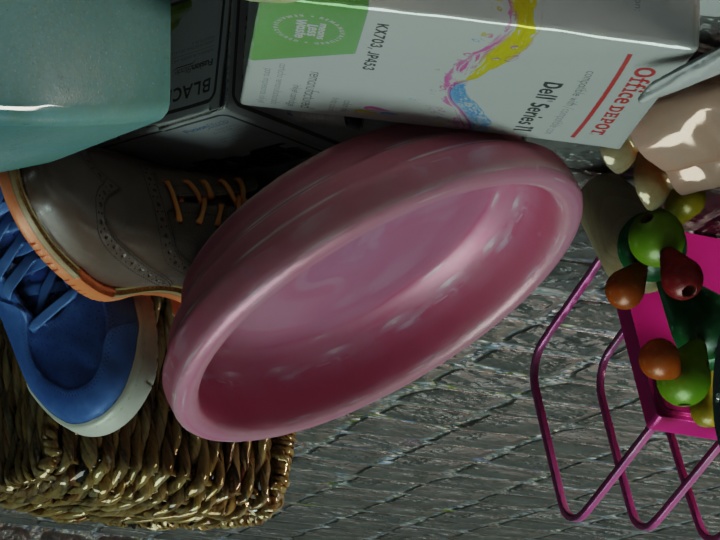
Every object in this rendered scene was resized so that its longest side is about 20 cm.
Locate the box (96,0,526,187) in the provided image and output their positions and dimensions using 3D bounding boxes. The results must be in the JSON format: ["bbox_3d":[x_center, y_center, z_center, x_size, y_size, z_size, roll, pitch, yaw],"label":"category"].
[{"bbox_3d":[-0.027,-0.065,0.920,0.199,0.061,0.116,17,160,-42],"label":"box"}]

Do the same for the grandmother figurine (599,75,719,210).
[{"bbox_3d":[0.200,-0.074,0.836,0.198,0.061,0.121,-9,156,34],"label":"grandmother figurine"}]

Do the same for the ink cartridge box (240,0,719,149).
[{"bbox_3d":[0.058,-0.100,0.749,0.198,0.068,0.117,6,165,-5],"label":"ink cartridge box"}]

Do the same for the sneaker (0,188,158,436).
[{"bbox_3d":[-0.162,-0.022,0.887,0.076,0.201,0.111,-31,148,18],"label":"sneaker"}]

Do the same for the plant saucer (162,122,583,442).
[{"bbox_3d":[0.000,0.000,0.855,0.199,0.051,0.201,-26,159,-11],"label":"plant saucer"}]

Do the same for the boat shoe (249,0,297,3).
[{"bbox_3d":[-0.084,-0.132,0.611,0.199,0.074,0.063,21,180,-28],"label":"boat shoe"}]

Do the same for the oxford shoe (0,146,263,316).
[{"bbox_3d":[-0.081,-0.026,0.865,0.072,0.072,0.200,-26,157,23],"label":"oxford shoe"}]

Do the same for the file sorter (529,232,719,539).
[{"bbox_3d":[0.215,0.078,1.151,0.198,0.140,0.126,10,137,-21],"label":"file sorter"}]

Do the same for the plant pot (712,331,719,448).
[{"bbox_3d":[0.235,0.047,0.850,0.133,0.202,0.200,12,164,-14],"label":"plant pot"}]

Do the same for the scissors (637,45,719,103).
[{"bbox_3d":[0.191,-0.100,0.675,0.199,0.014,0.073,-37,140,30],"label":"scissors"}]

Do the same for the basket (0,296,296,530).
[{"bbox_3d":[-0.124,0.032,1.032,0.148,0.202,0.142,14,162,-34],"label":"basket"}]

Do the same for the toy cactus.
[{"bbox_3d":[0.166,0.005,0.992,0.102,0.165,0.200,-44,139,11],"label":"toy cactus"}]

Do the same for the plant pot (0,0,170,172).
[{"bbox_3d":[-0.171,-0.103,0.684,0.199,0.143,0.141,7,167,-39],"label":"plant pot"}]
